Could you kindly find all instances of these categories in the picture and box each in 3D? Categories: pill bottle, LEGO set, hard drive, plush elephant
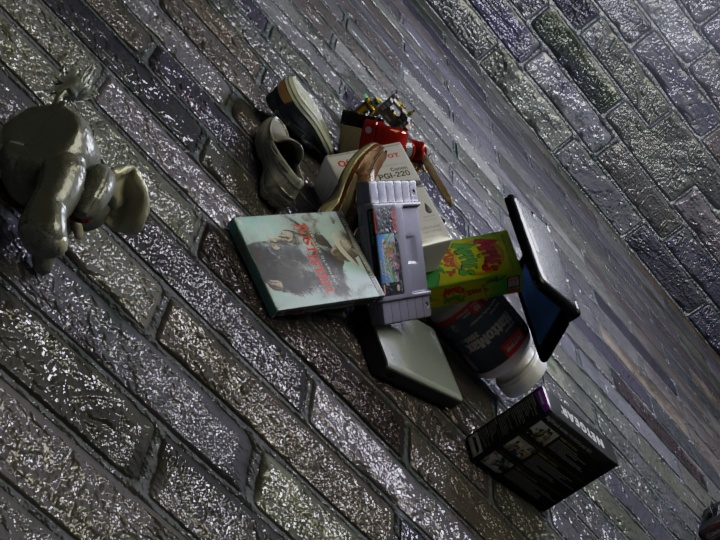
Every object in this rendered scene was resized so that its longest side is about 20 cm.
[{"bbox_3d":[0.218,0.108,1.883,0.200,0.119,0.120,49,21,-11],"label":"pill bottle"},{"bbox_3d":[0.078,-0.267,2.174,0.201,0.115,0.154,51,21,-7],"label":"LEGO set"},{"bbox_3d":[0.066,0.118,1.663,0.199,0.033,0.141,30,31,-48],"label":"hard drive"},{"bbox_3d":[-0.290,-0.074,1.064,0.156,0.162,0.202,83,26,-53],"label":"plush elephant"}]

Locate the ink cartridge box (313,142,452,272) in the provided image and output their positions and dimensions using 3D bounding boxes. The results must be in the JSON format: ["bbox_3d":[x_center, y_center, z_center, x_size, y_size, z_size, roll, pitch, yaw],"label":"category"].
[{"bbox_3d":[0.033,-0.091,1.761,0.143,0.085,0.202,-13,60,-27],"label":"ink cartridge box"}]

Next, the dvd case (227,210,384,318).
[{"bbox_3d":[-0.070,-0.013,1.504,0.198,0.022,0.148,-4,60,-46],"label":"dvd case"}]

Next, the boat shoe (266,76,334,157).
[{"bbox_3d":[-0.096,-0.242,1.842,0.200,0.061,0.076,50,18,-58],"label":"boat shoe"}]

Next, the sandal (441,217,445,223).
[{"bbox_3d":[0.142,-0.069,2.086,0.201,0.057,0.080,43,23,-27],"label":"sandal"}]

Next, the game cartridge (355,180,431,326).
[{"bbox_3d":[0.049,-0.027,1.615,0.129,0.038,0.204,-7,90,-58],"label":"game cartridge"}]

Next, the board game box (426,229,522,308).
[{"bbox_3d":[0.152,0.002,1.809,0.102,0.196,0.048,-102,-178,-49],"label":"board game box"}]

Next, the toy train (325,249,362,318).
[{"bbox_3d":[0.000,0.000,1.606,0.201,0.034,0.046,-57,147,-41],"label":"toy train"}]

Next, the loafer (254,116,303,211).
[{"bbox_3d":[-0.113,-0.168,1.673,0.070,0.069,0.202,37,26,-35],"label":"loafer"}]

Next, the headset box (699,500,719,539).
[{"bbox_3d":[0.823,0.601,2.482,0.202,0.075,0.148,56,21,7],"label":"headset box"}]

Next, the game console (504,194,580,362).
[{"bbox_3d":[0.266,0.013,1.805,0.175,0.116,0.202,35,30,-39],"label":"game console"}]

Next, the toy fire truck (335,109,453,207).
[{"bbox_3d":[0.067,-0.190,1.927,0.196,0.131,0.176,12,7,14],"label":"toy fire truck"}]

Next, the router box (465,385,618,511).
[{"bbox_3d":[0.277,0.274,1.710,0.199,0.148,0.052,38,25,-35],"label":"router box"}]

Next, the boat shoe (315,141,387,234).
[{"bbox_3d":[-0.007,-0.096,1.656,0.073,0.202,0.076,25,-25,12],"label":"boat shoe"}]
